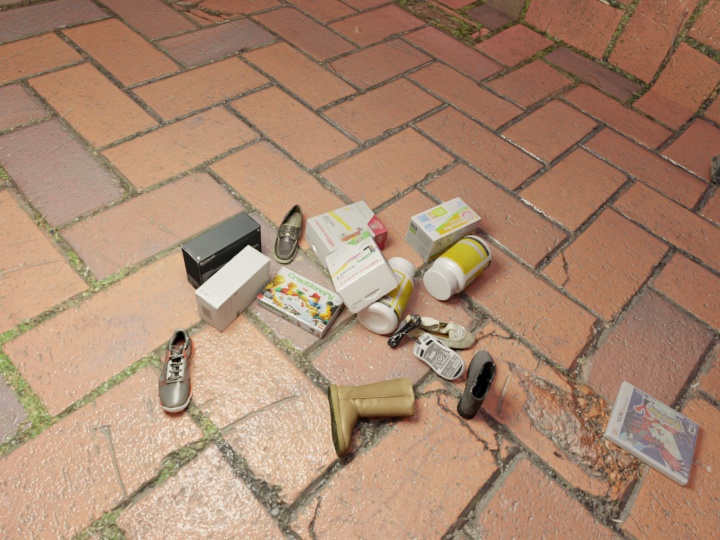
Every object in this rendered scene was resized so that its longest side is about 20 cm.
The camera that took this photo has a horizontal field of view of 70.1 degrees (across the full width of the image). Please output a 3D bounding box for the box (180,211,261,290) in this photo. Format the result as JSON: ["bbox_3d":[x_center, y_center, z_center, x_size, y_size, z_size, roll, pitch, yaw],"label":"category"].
[{"bbox_3d":[-0.361,-0.045,1.360,0.079,0.142,0.200,39,54,21],"label":"box"}]

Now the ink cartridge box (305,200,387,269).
[{"bbox_3d":[-0.043,-0.106,1.508,0.199,0.084,0.145,-22,57,-25],"label":"ink cartridge box"}]

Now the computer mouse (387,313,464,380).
[{"bbox_3d":[0.175,0.203,1.308,0.200,0.044,0.110,37,96,9],"label":"computer mouse"}]

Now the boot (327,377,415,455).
[{"bbox_3d":[0.032,0.328,1.177,0.198,0.066,0.176,0,51,-12],"label":"boot"}]

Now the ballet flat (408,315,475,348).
[{"bbox_3d":[0.213,0.160,1.351,0.198,0.063,0.068,9,50,-3],"label":"ballet flat"}]

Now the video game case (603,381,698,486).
[{"bbox_3d":[0.726,0.398,1.277,0.199,0.023,0.182,32,52,15],"label":"video game case"}]

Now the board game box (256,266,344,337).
[{"bbox_3d":[-0.157,0.082,1.363,0.199,0.035,0.127,26,51,11],"label":"board game box"}]

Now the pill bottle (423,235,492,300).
[{"bbox_3d":[0.277,-0.007,1.467,0.114,0.115,0.200,40,54,22],"label":"pill bottle"}]

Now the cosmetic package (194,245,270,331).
[{"bbox_3d":[-0.321,0.044,1.315,0.081,0.113,0.200,31,54,16],"label":"cosmetic package"}]

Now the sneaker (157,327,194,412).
[{"bbox_3d":[-0.424,0.219,1.168,0.076,0.082,0.201,-2,51,-12],"label":"sneaker"}]

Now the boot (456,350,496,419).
[{"bbox_3d":[0.300,0.254,1.243,0.069,0.132,0.201,20,50,8],"label":"boot"}]

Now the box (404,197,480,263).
[{"bbox_3d":[0.252,-0.126,1.568,0.199,0.102,0.113,-25,59,-28],"label":"box"}]

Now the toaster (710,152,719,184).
[{"bbox_3d":[1.486,-0.396,2.017,0.199,0.114,0.130,20,48,8],"label":"toaster"}]

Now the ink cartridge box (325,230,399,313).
[{"bbox_3d":[0.000,0.000,1.338,0.144,0.084,0.200,-33,29,4],"label":"ink cartridge box"}]

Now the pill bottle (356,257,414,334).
[{"bbox_3d":[0.076,0.062,1.373,0.112,0.113,0.201,23,50,9],"label":"pill bottle"}]

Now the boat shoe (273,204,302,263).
[{"bbox_3d":[-0.210,-0.112,1.493,0.073,0.065,0.201,9,51,-5],"label":"boat shoe"}]
